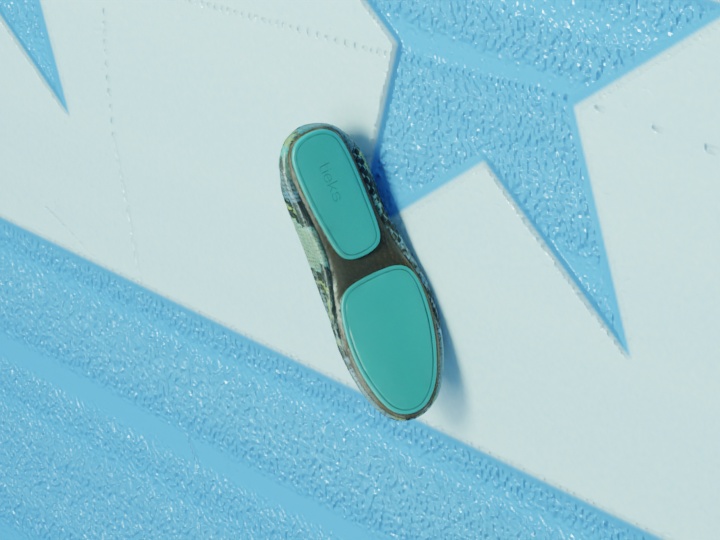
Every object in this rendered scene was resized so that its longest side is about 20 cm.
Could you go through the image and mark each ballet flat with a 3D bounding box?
[{"bbox_3d":[0.000,0.000,1.888,0.074,0.074,0.201,-16,93,53],"label":"ballet flat"}]
